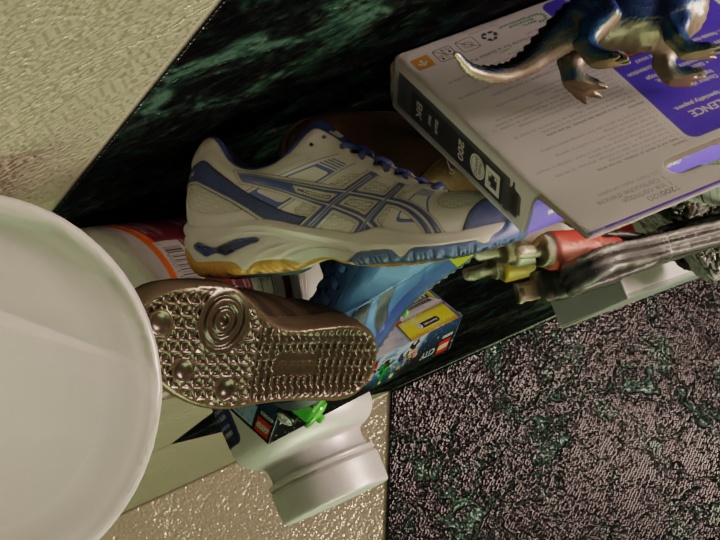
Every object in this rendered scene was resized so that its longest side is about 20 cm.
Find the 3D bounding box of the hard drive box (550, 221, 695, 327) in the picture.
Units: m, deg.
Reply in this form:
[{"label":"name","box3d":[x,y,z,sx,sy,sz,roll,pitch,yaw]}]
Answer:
[{"label":"hard drive box","box3d":[0.215,-0.057,1.568,0.200,0.156,0.077,-18,174,-45]}]

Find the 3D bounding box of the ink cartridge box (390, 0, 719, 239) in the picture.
[{"label":"ink cartridge box","box3d":[0.150,-0.089,1.113,0.198,0.200,0.044,-21,133,-20]}]

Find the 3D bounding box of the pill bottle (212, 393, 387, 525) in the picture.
[{"label":"pill bottle","box3d":[-0.060,0.090,1.546,0.119,0.201,0.120,-24,172,-4]}]

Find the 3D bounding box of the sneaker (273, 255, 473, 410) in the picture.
[{"label":"sneaker","box3d":[0.000,0.000,1.248,0.200,0.078,0.066,-45,-149,6]}]

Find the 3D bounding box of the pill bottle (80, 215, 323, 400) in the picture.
[{"label":"pill bottle","box3d":[-0.113,0.022,1.264,0.114,0.114,0.200,-29,170,28]}]

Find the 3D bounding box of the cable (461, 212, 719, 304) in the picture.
[{"label":"cable","box3d":[0.163,-0.022,1.184,0.199,0.051,0.097,-18,180,-27]}]

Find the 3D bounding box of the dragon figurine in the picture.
[{"label":"dragon figurine","box3d":[0.136,-0.150,1.075,0.199,0.100,0.059,-9,161,-9]}]

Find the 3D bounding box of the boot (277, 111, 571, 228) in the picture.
[{"label":"boot","box3d":[0.052,-0.073,1.174,0.199,0.074,0.076,5,155,-9]}]

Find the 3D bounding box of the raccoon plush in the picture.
[{"label":"raccoon plush","box3d":[0.275,-0.073,1.438,0.134,0.097,0.200,-43,170,-6]}]

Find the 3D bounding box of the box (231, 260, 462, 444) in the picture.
[{"label":"box","box3d":[-0.040,0.038,1.439,0.200,0.136,0.038,-24,144,-43]}]

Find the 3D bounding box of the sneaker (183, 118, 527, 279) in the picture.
[{"label":"sneaker","box3d":[-0.003,-0.044,1.116,0.199,0.089,0.075,-3,176,3]}]

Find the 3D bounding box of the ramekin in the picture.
[{"label":"ramekin","box3d":[-0.208,0.064,1.010,0.202,0.203,0.094,-22,-177,-18]}]

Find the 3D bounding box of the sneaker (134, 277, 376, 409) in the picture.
[{"label":"sneaker","box3d":[-0.079,0.041,1.146,0.075,0.071,0.200,18,-178,42]}]

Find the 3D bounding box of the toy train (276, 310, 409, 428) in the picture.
[{"label":"toy train","box3d":[0.009,0.026,1.342,0.200,0.042,0.056,-50,176,-23]}]

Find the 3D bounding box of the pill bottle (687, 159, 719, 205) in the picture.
[{"label":"pill bottle","box3d":[0.229,-0.096,1.229,0.199,0.113,0.112,9,-177,19]}]
